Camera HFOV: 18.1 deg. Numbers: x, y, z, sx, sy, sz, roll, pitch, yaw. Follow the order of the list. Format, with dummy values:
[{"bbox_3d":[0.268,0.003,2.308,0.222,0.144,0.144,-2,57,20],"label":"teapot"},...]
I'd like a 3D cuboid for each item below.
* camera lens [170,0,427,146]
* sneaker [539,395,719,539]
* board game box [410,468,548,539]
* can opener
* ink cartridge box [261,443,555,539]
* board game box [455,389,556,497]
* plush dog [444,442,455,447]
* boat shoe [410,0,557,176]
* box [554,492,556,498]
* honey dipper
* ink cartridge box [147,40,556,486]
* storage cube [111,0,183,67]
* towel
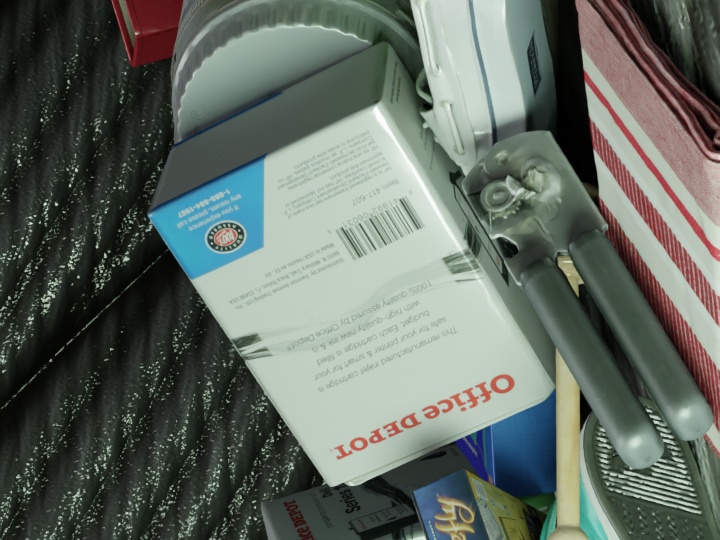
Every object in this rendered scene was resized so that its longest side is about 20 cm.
[{"bbox_3d":[-0.027,-0.138,1.334,0.200,0.159,0.160,-87,-12,-52],"label":"camera lens"},{"bbox_3d":[0.146,0.177,1.186,0.121,0.083,0.201,107,154,-68],"label":"sneaker"},{"bbox_3d":[0.096,0.194,1.251,0.200,0.035,0.136,36,-148,-63],"label":"board game box"},{"bbox_3d":[0.110,0.014,1.097,0.200,0.053,0.067,63,-175,35],"label":"can opener"},{"bbox_3d":[0.042,0.190,1.556,0.147,0.199,0.083,-132,26,-73],"label":"ink cartridge box"},{"bbox_3d":[0.078,0.018,1.379,0.152,0.045,0.201,-128,33,-71],"label":"board game box"},{"bbox_3d":[0.033,0.164,1.889,0.200,0.160,0.172,87,-169,-56],"label":"plush dog"},{"bbox_3d":[0.062,-0.095,1.185,0.200,0.065,0.074,80,-155,-43],"label":"boat shoe"},{"bbox_3d":[0.163,0.208,1.331,0.144,0.036,0.201,-148,43,-79],"label":"box"},{"bbox_3d":[0.104,0.053,1.153,0.038,0.038,0.201,95,178,-71],"label":"honey dipper"},{"bbox_3d":[0.000,0.000,1.241,0.200,0.146,0.084,58,-161,-24],"label":"ink cartridge box"},{"bbox_3d":[-0.122,-0.278,1.817,0.200,0.179,0.172,164,89,-84],"label":"storage cube"},{"bbox_3d":[0.143,-0.018,1.031,0.144,0.023,0.200,-117,11,-46],"label":"towel"}]
